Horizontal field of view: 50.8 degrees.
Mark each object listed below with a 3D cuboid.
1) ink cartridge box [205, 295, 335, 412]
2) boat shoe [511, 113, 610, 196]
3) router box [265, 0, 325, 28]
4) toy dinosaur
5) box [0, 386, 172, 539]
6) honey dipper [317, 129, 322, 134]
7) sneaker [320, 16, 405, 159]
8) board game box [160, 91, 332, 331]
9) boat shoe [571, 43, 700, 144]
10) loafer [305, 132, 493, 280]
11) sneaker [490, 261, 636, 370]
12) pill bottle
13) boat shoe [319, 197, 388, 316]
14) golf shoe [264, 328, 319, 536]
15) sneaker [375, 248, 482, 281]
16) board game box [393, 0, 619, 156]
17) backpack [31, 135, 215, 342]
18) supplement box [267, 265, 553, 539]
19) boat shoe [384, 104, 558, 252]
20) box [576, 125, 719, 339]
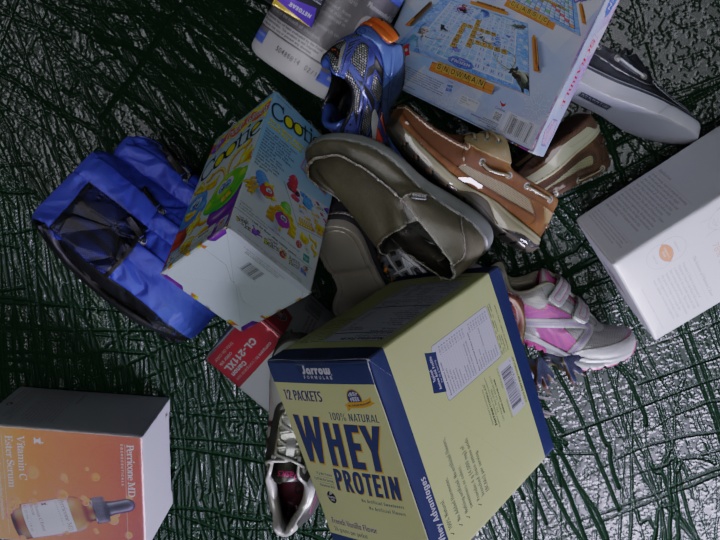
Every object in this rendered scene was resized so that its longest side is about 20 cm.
[{"bbox_3d":[-0.055,0.109,0.848,0.200,0.146,0.083,42,106,-7],"label":"ink cartridge box"},{"bbox_3d":[0.180,-0.081,0.822,0.201,0.075,0.075,-34,108,12],"label":"boat shoe"},{"bbox_3d":[-0.073,-0.341,0.716,0.052,0.200,0.158,16,111,-44],"label":"router box"},{"bbox_3d":[0.159,0.125,0.846,0.181,0.104,0.202,-24,87,51],"label":"toy dinosaur"},{"bbox_3d":[-0.341,0.238,0.923,0.198,0.106,0.154,3,105,4],"label":"box"},{"bbox_3d":[0.003,-0.120,0.845,0.198,0.038,0.038,19,105,-5],"label":"honey dipper"},{"bbox_3d":[-0.004,-0.146,0.754,0.078,0.075,0.202,-24,131,-23],"label":"sneaker"},{"bbox_3d":[-0.102,-0.061,0.755,0.103,0.201,0.105,-28,125,34],"label":"board game box"},{"bbox_3d":[0.270,-0.196,0.789,0.198,0.072,0.068,23,83,-5],"label":"boat shoe"},{"bbox_3d":[0.029,-0.059,0.713,0.199,0.075,0.070,30,60,5],"label":"loafer"},{"bbox_3d":[0.215,0.047,0.847,0.198,0.081,0.089,14,107,0],"label":"sneaker"},{"bbox_3d":[-0.015,-0.281,0.760,0.113,0.114,0.201,32,105,-5],"label":"pill bottle"},{"bbox_3d":[0.000,0.000,0.837,0.072,0.063,0.201,-2,139,15],"label":"boat shoe"},{"bbox_3d":[-0.058,0.160,0.743,0.076,0.088,0.202,3,107,8],"label":"golf shoe"},{"bbox_3d":[0.062,0.000,0.831,0.200,0.078,0.078,40,119,18],"label":"sneaker"},{"bbox_3d":[0.136,-0.247,0.753,0.199,0.041,0.201,32,107,24],"label":"board game box"},{"bbox_3d":[-0.221,-0.030,0.817,0.200,0.162,0.168,43,84,-5],"label":"backpack"},{"bbox_3d":[0.054,0.128,0.714,0.133,0.199,0.202,-8,106,46],"label":"supplement box"},{"bbox_3d":[0.113,-0.100,0.742,0.199,0.076,0.074,36,92,-21],"label":"boat shoe"},{"bbox_3d":[0.350,-0.045,0.786,0.199,0.098,0.125,-33,121,11],"label":"box"}]
